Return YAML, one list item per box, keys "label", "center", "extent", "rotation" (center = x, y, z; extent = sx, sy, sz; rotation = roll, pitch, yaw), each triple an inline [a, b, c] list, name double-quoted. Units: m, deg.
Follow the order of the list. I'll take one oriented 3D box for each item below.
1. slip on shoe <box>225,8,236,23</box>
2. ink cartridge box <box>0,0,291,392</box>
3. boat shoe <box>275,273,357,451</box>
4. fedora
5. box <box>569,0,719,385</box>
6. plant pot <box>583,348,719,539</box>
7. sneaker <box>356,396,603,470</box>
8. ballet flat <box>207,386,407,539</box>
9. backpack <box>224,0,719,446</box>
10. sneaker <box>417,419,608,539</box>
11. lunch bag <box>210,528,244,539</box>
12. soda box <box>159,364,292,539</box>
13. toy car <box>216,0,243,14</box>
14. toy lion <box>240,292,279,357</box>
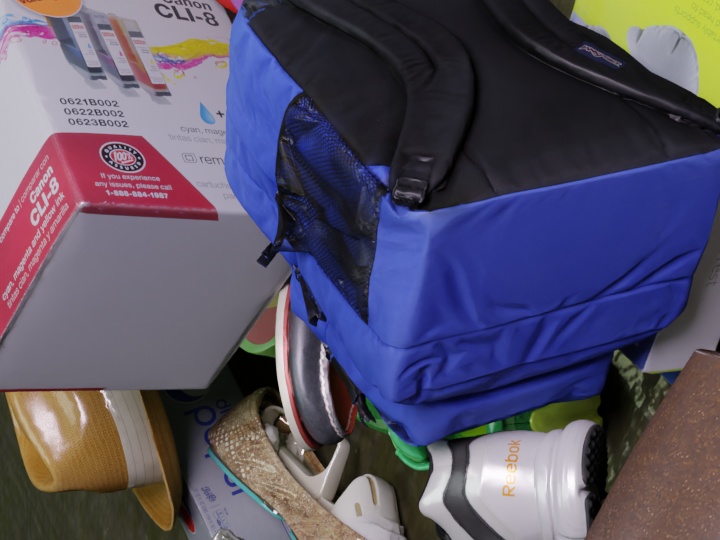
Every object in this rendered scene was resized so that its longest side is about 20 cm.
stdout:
- label: "slip on shoe"
  center: [-0.068, -0.081, 0.924]
  extent: [0.060, 0.076, 0.201]
  rotation: [-18, 72, 14]
- label: "ink cartridge box"
  center: [-0.140, -0.058, 0.848]
  extent: [0.145, 0.145, 0.200]
  rotation: [-54, 50, 36]
- label: "boat shoe"
  center: [0.000, 0.000, 0.870]
  extent: [0.071, 0.062, 0.201]
  rotation: [61, -147, -56]
- label: "fedora"
  center: [-0.185, 0.090, 1.063]
  extent: [0.201, 0.082, 0.201]
  rotation: [52, 154, 38]
- label: "box"
  center: [0.129, -0.052, 0.723]
  extent: [0.122, 0.047, 0.201]
  rotation: [49, 134, 45]
- label: "plant pot"
  center: [0.150, 0.137, 0.617]
  extent: [0.187, 0.186, 0.201]
  rotation: [13, 92, 58]
- label: "sneaker"
  center: [0.041, 0.061, 0.854]
  extent: [0.200, 0.083, 0.074]
  rotation: [-2, 94, 60]
- label: "ballet flat"
  center: [-0.020, 0.137, 0.985]
  extent: [0.200, 0.070, 0.065]
  rotation: [40, 99, 34]
- label: "backpack"
  center: [0.024, -0.038, 0.698]
  extent: [0.200, 0.162, 0.168]
  rotation: [52, 140, 41]
- label: "sneaker"
  center: [0.075, 0.124, 0.745]
  extent: [0.200, 0.080, 0.074]
  rotation: [72, -158, -53]
- label: "lunch bag"
  center: [-0.014, 0.255, 0.887]
  extent: [0.118, 0.164, 0.200]
  rotation: [-50, 33, -11]
- label: "soda box"
  center: [-0.103, 0.117, 1.095]
  extent: [0.200, 0.063, 0.068]
  rotation: [60, 158, 25]
- label: "toy car"
  center: [-0.012, -0.171, 0.839]
  extent: [0.200, 0.149, 0.176]
  rotation: [39, 127, 50]
- label: "toy lion"
  center: [-0.073, -0.026, 0.999]
  extent: [0.200, 0.069, 0.192]
  rotation: [-35, 63, 25]
